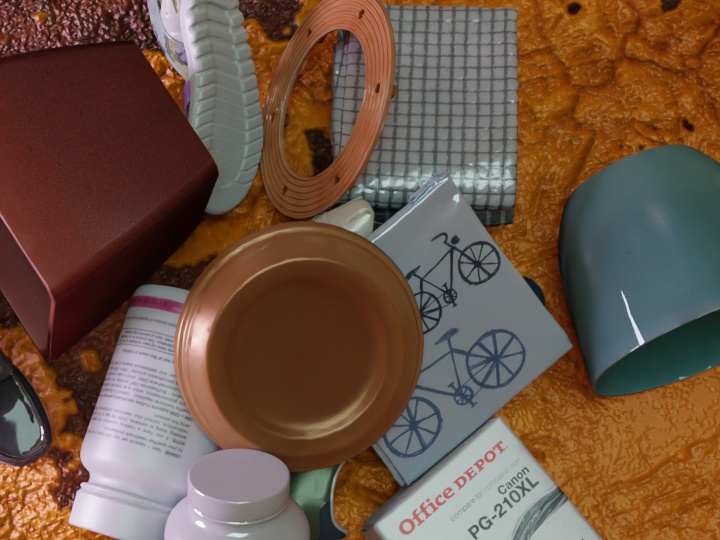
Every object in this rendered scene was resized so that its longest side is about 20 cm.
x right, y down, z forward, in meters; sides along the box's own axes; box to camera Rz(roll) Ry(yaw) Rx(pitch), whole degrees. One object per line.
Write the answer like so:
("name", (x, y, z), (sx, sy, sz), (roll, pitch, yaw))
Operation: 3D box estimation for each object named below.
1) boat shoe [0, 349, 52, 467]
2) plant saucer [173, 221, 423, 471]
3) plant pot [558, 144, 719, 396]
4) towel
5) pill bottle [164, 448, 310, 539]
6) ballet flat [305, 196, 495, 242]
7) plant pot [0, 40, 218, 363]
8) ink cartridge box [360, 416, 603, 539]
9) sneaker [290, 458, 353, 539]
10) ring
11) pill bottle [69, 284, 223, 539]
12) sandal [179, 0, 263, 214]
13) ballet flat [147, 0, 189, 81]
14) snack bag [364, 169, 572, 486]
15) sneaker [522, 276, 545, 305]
("boat shoe", (-0.332, 0.079, 1.059), (0.074, 0.073, 0.200), (-40, 84, -13))
("plant saucer", (-0.044, 0.064, 0.993), (0.199, 0.037, 0.202), (-3, 103, -12))
("plant pot", (0.260, -0.008, 1.090), (0.199, 0.201, 0.162), (-16, 68, -10))
("towel", (0.056, -0.136, 1.140), (0.164, 0.086, 0.201), (1, 67, 2))
("pill bottle", (-0.096, 0.244, 0.987), (0.112, 0.113, 0.201), (0, 112, -6))
("ballet flat", (0.022, -0.024, 1.055), (0.199, 0.076, 0.068), (7, 40, -20))
("plant pot", (-0.231, -0.073, 1.052), (0.176, 0.200, 0.200), (-32, 83, -22))
("ink cartridge box", (0.118, 0.244, 1.066), (0.145, 0.084, 0.200), (-39, 84, -13))
("sneaker", (-0.044, 0.138, 1.087), (0.089, 0.067, 0.202), (6, 77, -13))
("ring", (-0.027, -0.141, 1.093), (0.019, 0.200, 0.202), (13, 74, -33))
("pill bottle", (-0.162, 0.123, 1.048), (0.113, 0.113, 0.201), (17, 76, -2))
("sandal", (-0.130, -0.152, 1.136), (0.082, 0.050, 0.204), (-6, 99, -42))
("ballet flat", (-0.163, -0.264, 1.157), (0.069, 0.071, 0.201), (-14, 80, -10))
("snack bag", (0.050, 0.050, 1.044), (0.188, 0.021, 0.200), (-39, 108, -3))
("sneaker", (0.074, 0.057, 1.096), (0.200, 0.082, 0.070), (-39, 40, -14))
